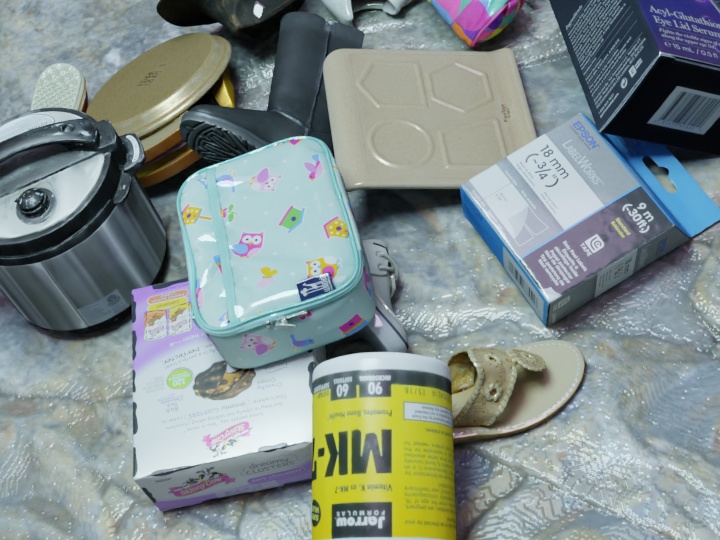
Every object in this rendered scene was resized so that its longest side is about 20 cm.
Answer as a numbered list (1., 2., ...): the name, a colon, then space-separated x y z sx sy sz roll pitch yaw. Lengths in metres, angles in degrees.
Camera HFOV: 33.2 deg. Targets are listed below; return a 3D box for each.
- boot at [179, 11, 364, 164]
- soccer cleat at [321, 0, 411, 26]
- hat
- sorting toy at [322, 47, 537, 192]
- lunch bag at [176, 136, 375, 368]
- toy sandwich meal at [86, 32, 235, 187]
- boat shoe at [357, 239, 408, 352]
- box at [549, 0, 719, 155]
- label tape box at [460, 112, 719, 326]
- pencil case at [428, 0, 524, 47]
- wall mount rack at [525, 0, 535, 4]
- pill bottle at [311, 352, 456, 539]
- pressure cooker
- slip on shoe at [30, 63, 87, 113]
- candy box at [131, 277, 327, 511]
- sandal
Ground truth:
1. boot: -0.086 -0.191 1.241 0.164 0.066 0.201 24 60 -20
2. soccer cleat: 0.051 -0.333 1.347 0.199 0.070 0.087 -27 71 -3
3. hat: -0.118 -0.293 1.309 0.200 0.201 0.081 -29 84 -6
4. sorting toy: 0.069 -0.149 1.205 0.199 0.037 0.186 -3 54 -7
5. lunch bag: -0.079 -0.017 1.059 0.160 0.077 0.200 -17 52 2
6. toy sandwich meal: -0.207 -0.176 1.294 0.205 0.070 0.205 -22 34 16
7. boat shoe: 0.000 0.000 1.123 0.070 0.071 0.200 -34 48 -6
8. box: 0.283 -0.223 1.141 0.147 0.104 0.201 6 51 -25
9. label tape box: 0.212 -0.064 1.099 0.200 0.063 0.144 -31 65 -7
10. pencil case: 0.086 -0.331 1.268 0.088 0.088 0.200 -39 86 -13
11. wall mount rack: 0.148 -0.375 1.251 0.075 0.200 0.174 -40 14 4
12. pill bottle: 0.018 0.173 0.945 0.114 0.114 0.201 -5 72 11
13. pressure cooker: -0.289 -0.057 1.152 0.178 0.200 0.176 16 62 24
14. slip on shoe: -0.340 -0.124 1.302 0.074 0.061 0.201 12 72 7
15. candy box: -0.115 0.097 1.080 0.167 0.072 0.201 -12 53 6
16. sandal: 0.092 0.101 1.024 0.211 0.070 0.078 -21 54 0
